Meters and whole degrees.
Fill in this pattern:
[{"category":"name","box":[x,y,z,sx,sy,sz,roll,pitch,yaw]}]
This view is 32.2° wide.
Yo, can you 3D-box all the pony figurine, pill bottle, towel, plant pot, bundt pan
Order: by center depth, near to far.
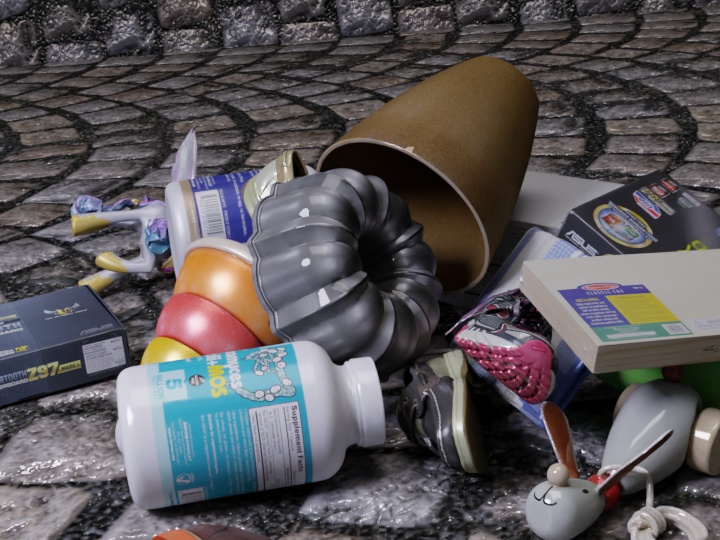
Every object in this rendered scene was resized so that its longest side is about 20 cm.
[{"category":"pill bottle","box":[-0.084,0.116,0.972,0.199,0.111,0.111,-8,20,-9]},{"category":"bundt pan","box":[0.000,0.000,1.076,0.076,0.202,0.202,-24,7,34]},{"category":"towel","box":[0.159,0.046,1.105,0.024,0.147,0.200,33,3,-25]},{"category":"plant pot","box":[0.087,-0.111,1.205,0.186,0.187,0.200,10,47,36]},{"category":"pill bottle","box":[-0.093,-0.046,1.271,0.199,0.116,0.116,-8,20,-12]},{"category":"pony figurine","box":[-0.236,-0.052,1.464,0.199,0.167,0.194,-6,51,-14]}]

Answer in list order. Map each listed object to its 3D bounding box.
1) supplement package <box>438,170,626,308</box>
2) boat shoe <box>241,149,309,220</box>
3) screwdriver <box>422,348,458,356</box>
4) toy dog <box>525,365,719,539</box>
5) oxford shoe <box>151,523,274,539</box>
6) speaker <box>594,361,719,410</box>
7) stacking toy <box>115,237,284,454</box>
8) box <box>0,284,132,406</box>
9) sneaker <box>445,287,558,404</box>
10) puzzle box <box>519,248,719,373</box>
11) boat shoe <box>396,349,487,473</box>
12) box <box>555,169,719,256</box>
[{"category":"supplement package","box":[0.177,-0.030,1.313,0.200,0.111,0.156,14,27,41]},{"category":"boat shoe","box":[-0.038,-0.017,1.162,0.063,0.201,0.073,-38,-21,25]},{"category":"screwdriver","box":[-0.007,0.080,1.163,0.199,0.029,0.028,-10,19,4]},{"category":"toy dog","box":[0.200,0.119,0.915,0.131,0.097,0.200,4,21,25]},{"category":"oxford shoe","box":[-0.057,0.202,0.790,0.072,0.071,0.200,-13,20,-36]},{"category":"speaker","box":[0.273,0.077,1.023,0.088,0.089,0.200,-18,24,-32]},{"category":"stacking toy","box":[-0.140,0.084,1.080,0.146,0.146,0.200,11,54,39]},{"category":"box","box":[-0.343,0.077,1.233,0.199,0.051,0.158,-14,20,-22]},{"category":"sneaker","box":[0.121,0.050,0.998,0.075,0.081,0.200,-51,5,2]},{"category":"puzzle box","box":[0.238,0.027,0.961,0.199,0.026,0.133,-3,29,-17]},{"category":"boat shoe","box":[0.062,0.116,1.005,0.066,0.072,0.201,-13,12,5]},{"category":"box","box":[0.304,-0.002,1.166,0.160,0.044,0.200,-22,56,-41]}]
